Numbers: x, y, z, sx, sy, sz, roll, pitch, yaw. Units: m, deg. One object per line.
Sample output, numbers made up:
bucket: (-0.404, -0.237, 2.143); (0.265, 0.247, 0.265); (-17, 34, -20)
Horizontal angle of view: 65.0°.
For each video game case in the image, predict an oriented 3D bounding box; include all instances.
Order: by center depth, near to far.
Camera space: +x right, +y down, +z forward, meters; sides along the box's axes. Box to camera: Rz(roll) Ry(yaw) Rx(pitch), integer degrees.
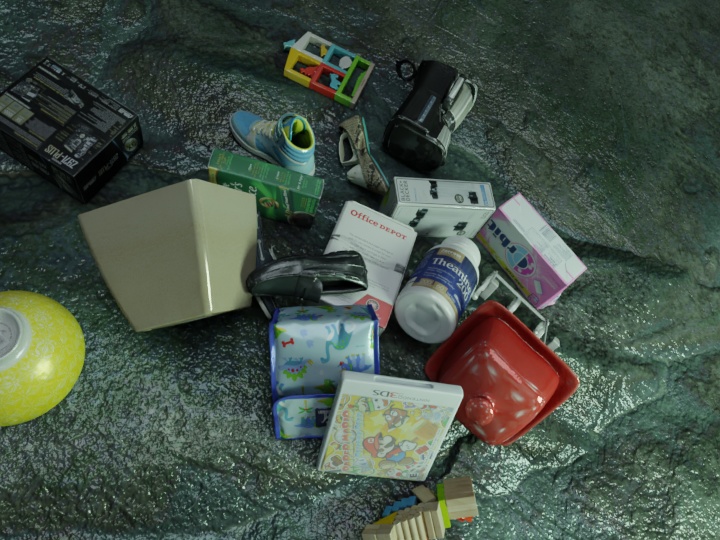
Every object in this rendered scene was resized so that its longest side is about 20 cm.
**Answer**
video game case: (0.039, 0.238, 0.843); (0.178, 0.203, 0.023); (9, 34, -10)

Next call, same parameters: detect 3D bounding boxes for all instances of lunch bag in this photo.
lunch bag: (-0.054, 0.163, 0.872); (0.166, 0.128, 0.205); (-1, 101, -3)

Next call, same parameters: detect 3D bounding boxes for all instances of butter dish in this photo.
butter dish: (0.203, 0.188, 0.885); (0.200, 0.200, 0.147); (43, 30, 8)

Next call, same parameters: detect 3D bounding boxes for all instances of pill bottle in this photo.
pill bottle: (0.146, 0.025, 1.000); (0.110, 0.112, 0.201); (35, 45, 4)

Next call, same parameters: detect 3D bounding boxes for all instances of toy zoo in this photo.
toy zoo: (-0.080, -0.443, 1.227); (0.197, 0.021, 0.133); (25, 62, -2)

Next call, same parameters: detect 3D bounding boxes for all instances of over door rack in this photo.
over door rack: (0.266, 0.077, 0.996); (0.148, 0.200, 0.067); (43, 103, 7)

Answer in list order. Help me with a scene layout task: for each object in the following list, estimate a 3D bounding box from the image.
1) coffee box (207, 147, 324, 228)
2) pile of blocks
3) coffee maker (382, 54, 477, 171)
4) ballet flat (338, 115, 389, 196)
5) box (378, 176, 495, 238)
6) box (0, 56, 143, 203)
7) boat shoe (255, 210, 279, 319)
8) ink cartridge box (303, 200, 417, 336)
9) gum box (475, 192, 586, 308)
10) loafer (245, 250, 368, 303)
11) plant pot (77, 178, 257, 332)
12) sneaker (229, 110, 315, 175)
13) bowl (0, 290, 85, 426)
coffee box: (-0.171, -0.141, 1.005); (0.196, 0.123, 0.045); (15, 65, -9)
pile of blocks: (0.094, 0.384, 0.863); (0.196, 0.082, 0.064); (-16, 100, -16)
coffee maker: (0.123, -0.327, 1.180); (0.189, 0.136, 0.202); (19, 58, 22)
ballet flat: (-0.001, -0.220, 1.126); (0.074, 0.068, 0.203); (-19, 64, 1)
box: (0.142, -0.117, 1.077); (0.195, 0.117, 0.061); (0, 64, -14)
box: (-0.512, -0.244, 0.982); (0.198, 0.086, 0.165); (31, 61, 2)
boat shoe: (-0.170, -0.014, 0.973); (0.061, 0.075, 0.203); (-19, 62, -10)
ink cartridge box: (0.000, 0.000, 1.002); (0.144, 0.083, 0.203); (24, 62, -3)
gum box: (0.327, -0.032, 1.085); (0.066, 0.114, 0.201); (-32, 76, -25)
loafer: (-0.079, 0.016, 0.887); (0.196, 0.068, 0.071); (-8, 60, -22)
plant pot: (-0.267, -0.013, 0.856); (0.196, 0.200, 0.181); (-14, 86, 14)
sneaker: (-0.161, -0.265, 1.059); (0.198, 0.131, 0.080); (34, 63, 4)
bowl: (-0.509, 0.110, 0.803); (0.195, 0.108, 0.204); (6, 64, -12)
